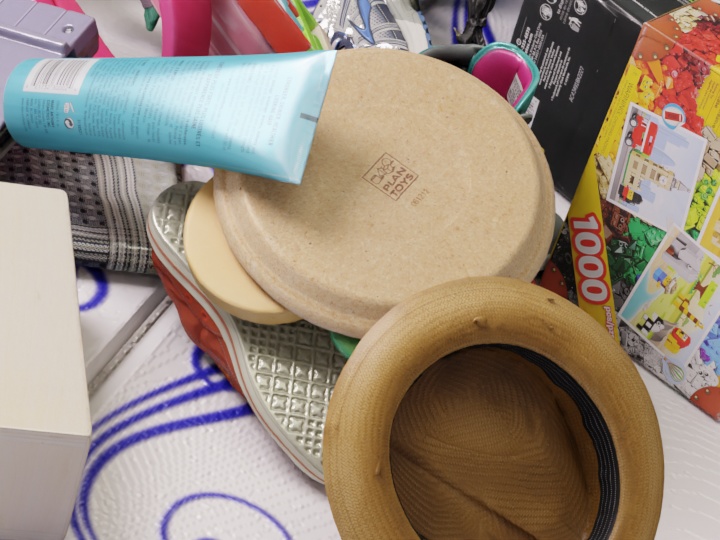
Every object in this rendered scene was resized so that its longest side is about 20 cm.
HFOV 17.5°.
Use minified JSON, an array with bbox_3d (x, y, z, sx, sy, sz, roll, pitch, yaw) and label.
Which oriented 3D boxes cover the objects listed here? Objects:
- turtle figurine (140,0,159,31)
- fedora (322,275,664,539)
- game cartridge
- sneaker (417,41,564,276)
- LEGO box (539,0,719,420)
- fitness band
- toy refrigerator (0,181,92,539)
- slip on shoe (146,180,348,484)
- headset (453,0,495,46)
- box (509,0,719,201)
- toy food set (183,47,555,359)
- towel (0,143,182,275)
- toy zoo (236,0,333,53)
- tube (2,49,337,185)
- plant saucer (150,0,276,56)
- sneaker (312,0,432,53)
[{"bbox_3d":[-0.218,-0.230,1.559,0.199,0.101,0.150,22,39,-9],"label":"turtle figurine"},{"bbox_3d":[0.061,0.101,1.224,0.199,0.202,0.082,4,-1,-21],"label":"fedora"},{"bbox_3d":[-0.256,-0.099,1.356,0.129,0.039,0.200,20,47,16],"label":"game cartridge"},{"bbox_3d":[0.078,-0.075,1.424,0.199,0.121,0.084,19,28,-40],"label":"sneaker"},{"bbox_3d":[0.213,-0.038,1.410,0.149,0.201,0.077,37,38,25],"label":"LEGO box"},{"bbox_3d":[-0.157,-0.180,1.423,0.037,0.144,0.200,-13,50,-36],"label":"fitness band"},{"bbox_3d":[-0.187,0.043,1.220,0.069,0.076,0.201,7,38,-17],"label":"toy refrigerator"},{"bbox_3d":[-0.054,0.039,1.302,0.074,0.061,0.200,-29,67,-25],"label":"slip on shoe"},{"bbox_3d":[0.030,-0.221,1.703,0.123,0.095,0.200,-11,30,-37],"label":"headset"},{"bbox_3d":[0.208,-0.142,1.591,0.199,0.149,0.124,-17,47,-40],"label":"box"},{"bbox_3d":[0.014,-0.037,1.294,0.197,0.049,0.201,21,57,6],"label":"toy food set"},{"bbox_3d":[-0.196,-0.075,1.410,0.191,0.035,0.201,8,36,-16],"label":"towel"},{"bbox_3d":[-0.075,-0.189,1.393,0.200,0.020,0.131,52,8,-27],"label":"toy zoo"},{"bbox_3d":[-0.107,-0.089,1.289,0.199,0.078,0.050,5,-14,32],"label":"tube"},{"bbox_3d":[-0.078,-0.150,1.478,0.201,0.051,0.201,52,9,-12],"label":"plant saucer"},{"bbox_3d":[0.006,-0.148,1.581,0.084,0.077,0.201,-15,53,2],"label":"sneaker"}]
